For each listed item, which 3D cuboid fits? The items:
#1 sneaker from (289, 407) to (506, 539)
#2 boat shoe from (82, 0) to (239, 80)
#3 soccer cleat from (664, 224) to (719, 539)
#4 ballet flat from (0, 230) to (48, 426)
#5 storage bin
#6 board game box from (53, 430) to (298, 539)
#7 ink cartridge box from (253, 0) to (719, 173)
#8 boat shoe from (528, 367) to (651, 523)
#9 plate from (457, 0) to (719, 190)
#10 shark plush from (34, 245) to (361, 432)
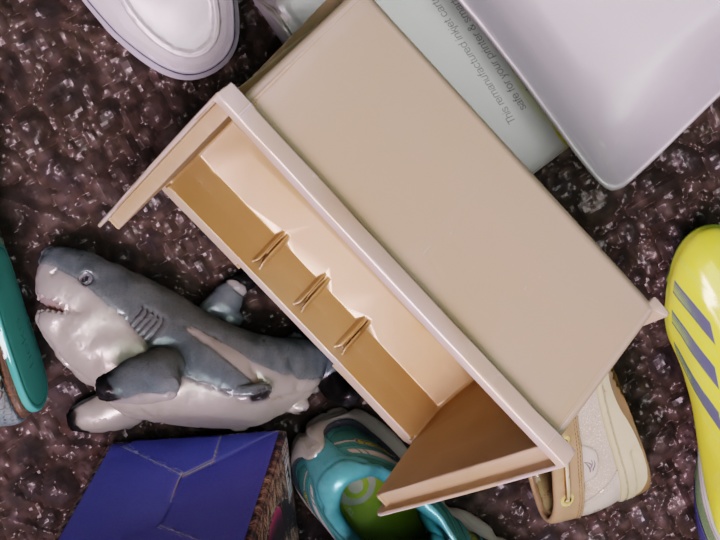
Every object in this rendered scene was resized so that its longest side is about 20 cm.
[{"bbox_3d":[0.036,0.160,0.862,0.078,0.080,0.200,-46,108,1],"label":"sneaker"},{"bbox_3d":[-0.118,-0.176,0.756,0.073,0.067,0.201,-32,107,-3],"label":"boat shoe"},{"bbox_3d":[0.210,0.074,0.877,0.064,0.084,0.202,-11,105,-9],"label":"soccer cleat"},{"bbox_3d":[-0.204,-0.018,0.778,0.074,0.074,0.202,-10,102,-10],"label":"ballet flat"},{"bbox_3d":[0.000,0.000,0.733,0.200,0.198,0.094,46,62,-7],"label":"storage bin"},{"bbox_3d":[-0.081,0.202,0.794,0.096,0.160,0.202,-4,106,5],"label":"board game box"},{"bbox_3d":[0.066,-0.133,0.797,0.199,0.083,0.146,-36,107,-3],"label":"ink cartridge box"},{"bbox_3d":[0.091,0.047,0.850,0.066,0.074,0.201,-28,107,-10],"label":"boat shoe"},{"bbox_3d":[0.124,-0.175,0.741,0.199,0.032,0.200,-42,107,-1],"label":"plate"},{"bbox_3d":[-0.065,0.034,0.821,0.198,0.091,0.084,2,72,-8],"label":"shark plush"}]
